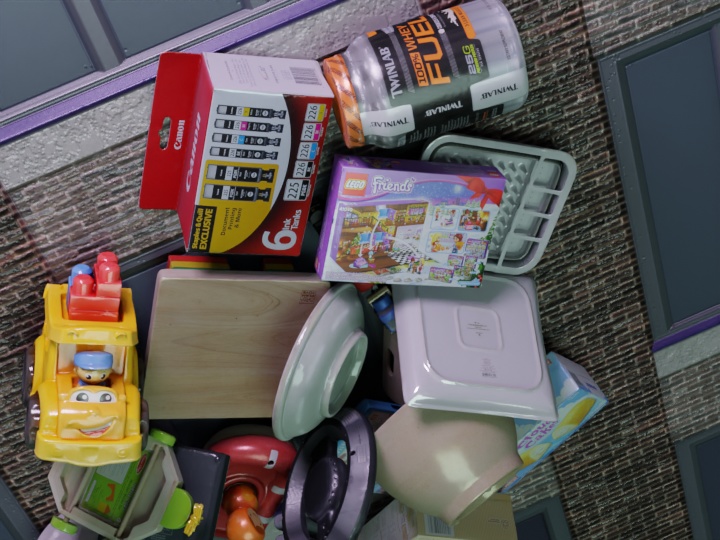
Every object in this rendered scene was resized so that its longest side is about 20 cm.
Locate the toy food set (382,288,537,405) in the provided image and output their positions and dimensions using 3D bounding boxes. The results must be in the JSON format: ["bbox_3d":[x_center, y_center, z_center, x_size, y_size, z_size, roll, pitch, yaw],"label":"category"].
[{"bbox_3d":[0.125,0.092,1.695,0.197,0.061,0.145,-10,138,-10],"label":"toy food set"}]

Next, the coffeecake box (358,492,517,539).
[{"bbox_3d":[0.095,0.365,1.815,0.151,0.074,0.200,9,146,-24],"label":"coffeecake box"}]

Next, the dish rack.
[{"bbox_3d":[0.140,-0.084,1.575,0.197,0.044,0.173,6,123,-22],"label":"dish rack"}]

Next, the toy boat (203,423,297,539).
[{"bbox_3d":[-0.150,0.294,1.692,0.129,0.131,0.201,15,119,-27],"label":"toy boat"}]

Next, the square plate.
[{"bbox_3d":[0.135,0.074,1.572,0.197,0.200,0.029,8,145,-20],"label":"square plate"}]

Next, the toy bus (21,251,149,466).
[{"bbox_3d":[-0.292,0.088,1.462,0.134,0.201,0.194,5,116,-17],"label":"toy bus"}]

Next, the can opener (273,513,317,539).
[{"bbox_3d":[-0.060,0.359,1.769,0.066,0.053,0.200,-15,157,21],"label":"can opener"}]

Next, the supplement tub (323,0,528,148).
[{"bbox_3d":[0.067,-0.203,1.414,0.197,0.123,0.124,-18,128,-6],"label":"supplement tub"}]

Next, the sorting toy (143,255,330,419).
[{"bbox_3d":[-0.154,0.074,1.572,0.197,0.070,0.201,1,124,-20],"label":"sorting toy"}]

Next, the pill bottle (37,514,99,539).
[{"bbox_3d":[-0.323,0.402,1.724,0.110,0.111,0.201,-31,128,5],"label":"pill bottle"}]

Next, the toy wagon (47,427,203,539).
[{"bbox_3d":[-0.274,0.260,1.599,0.157,0.198,0.040,-66,167,-7],"label":"toy wagon"}]

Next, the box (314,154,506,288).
[{"bbox_3d":[0.056,-0.053,1.508,0.197,0.039,0.139,3,115,-19],"label":"box"}]

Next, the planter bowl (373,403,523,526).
[{"bbox_3d":[0.111,0.219,1.615,0.199,0.135,0.201,-36,165,-11],"label":"planter bowl"}]

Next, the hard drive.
[{"bbox_3d":[-0.244,0.309,1.620,0.137,0.203,0.033,9,169,12],"label":"hard drive"}]

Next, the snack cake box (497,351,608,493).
[{"bbox_3d":[0.217,0.203,1.768,0.200,0.068,0.115,-43,150,15],"label":"snack cake box"}]

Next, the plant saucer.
[{"bbox_3d":[-0.036,0.113,1.569,0.050,0.200,0.202,23,123,14],"label":"plant saucer"}]

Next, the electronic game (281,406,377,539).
[{"bbox_3d":[-0.038,0.260,1.584,0.041,0.201,0.201,19,117,-25],"label":"electronic game"}]

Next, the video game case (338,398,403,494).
[{"bbox_3d":[0.024,0.231,1.735,0.143,0.018,0.199,-49,145,18],"label":"video game case"}]

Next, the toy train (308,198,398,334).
[{"bbox_3d":[0.000,0.000,1.562,0.034,0.046,0.201,-34,115,7],"label":"toy train"}]

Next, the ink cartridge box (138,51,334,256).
[{"bbox_3d":[-0.137,-0.122,1.429,0.173,0.084,0.202,1,125,-19],"label":"ink cartridge box"}]
